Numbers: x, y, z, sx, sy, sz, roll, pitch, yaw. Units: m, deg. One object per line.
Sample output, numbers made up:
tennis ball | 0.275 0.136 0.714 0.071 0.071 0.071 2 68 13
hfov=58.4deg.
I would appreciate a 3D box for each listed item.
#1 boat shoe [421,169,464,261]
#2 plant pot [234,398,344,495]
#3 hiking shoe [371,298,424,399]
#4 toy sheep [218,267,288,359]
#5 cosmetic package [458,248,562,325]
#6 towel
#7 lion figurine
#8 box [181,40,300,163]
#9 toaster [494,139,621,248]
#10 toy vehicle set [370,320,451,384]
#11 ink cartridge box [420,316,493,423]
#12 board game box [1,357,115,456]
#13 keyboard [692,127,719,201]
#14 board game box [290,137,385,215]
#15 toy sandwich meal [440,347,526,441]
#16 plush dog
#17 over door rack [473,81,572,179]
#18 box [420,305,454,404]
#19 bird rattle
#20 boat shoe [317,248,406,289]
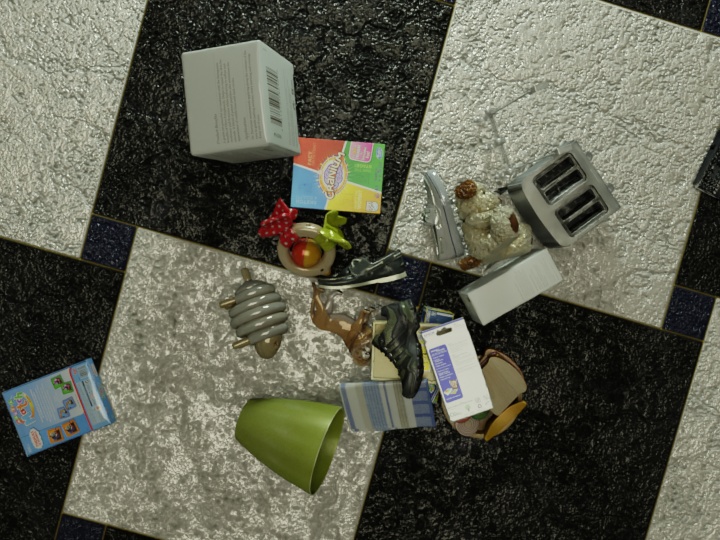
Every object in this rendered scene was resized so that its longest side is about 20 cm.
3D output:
boat shoe | 0.167 -0.117 1.406 0.066 0.074 0.202 -20 93 -1
plant pot | -0.159 0.350 1.379 0.198 0.187 0.189 18 92 13
hiking shoe | 0.075 0.163 1.326 0.099 0.076 0.202 -6 77 13
toy sheep | -0.223 0.091 1.379 0.137 0.138 0.202 -19 87 -1
cosmetic package | 0.321 0.033 1.399 0.199 0.113 0.082 -31 92 1
towel | 0.058 0.291 1.394 0.198 0.024 0.148 -6 125 12
lion figurine | -0.043 0.119 1.420 0.199 0.072 0.123 28 105 12
box | -0.236 -0.331 1.308 0.169 0.200 0.202 -5 92 13
toaster | 0.429 -0.159 1.391 0.199 0.119 0.182 -35 92 0
toy vehicle set | 0.122 0.174 1.371 0.197 0.027 0.126 3 92 1
ink cartridge box | 0.199 0.204 1.337 0.098 0.039 0.202 -18 93 2
board game box | -0.663 0.300 1.419 0.198 0.037 0.153 -21 92 -1
keyboard | 0.834 -0.257 1.437 0.103 0.040 0.202 25 92 -2
board game box | -0.050 -0.206 1.414 0.197 0.040 0.155 4 92 -2
toy sandwich meal | 0.277 0.280 1.427 0.202 0.070 0.208 0 92 -2
plush dog | 0.259 -0.106 1.367 0.159 0.199 0.173 -26 68 23
over door rack | 0.325 -0.285 1.346 0.066 0.199 0.149 -24 94 -31
box | 0.153 0.184 1.420 0.064 0.070 0.202 10 92 -1
bird rattle | -0.121 -0.056 1.380 0.197 0.113 0.165 2 123 -9
boat shoe | 0.000 0.000 1.407 0.198 0.072 0.068 -12 99 -9
